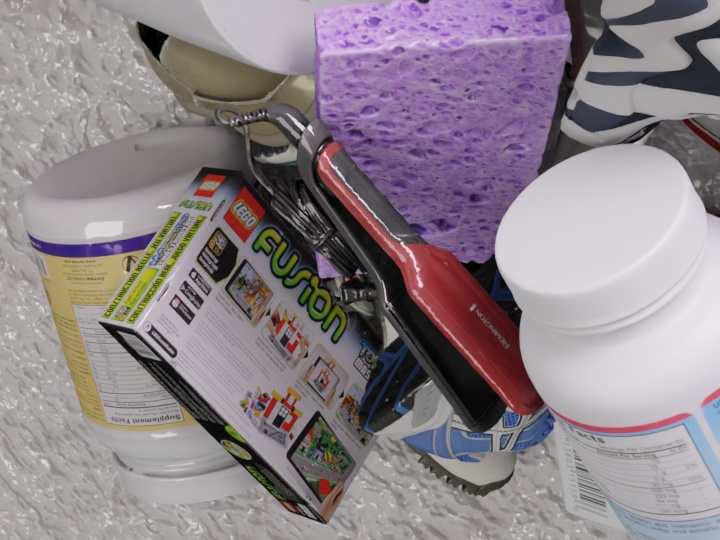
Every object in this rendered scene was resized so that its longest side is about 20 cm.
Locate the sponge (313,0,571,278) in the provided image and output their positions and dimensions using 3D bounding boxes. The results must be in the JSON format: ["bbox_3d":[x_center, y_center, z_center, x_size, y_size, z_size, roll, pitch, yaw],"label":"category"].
[{"bbox_3d":[0.033,-0.060,0.768,0.111,0.030,0.200,-4,152,-4],"label":"sponge"}]

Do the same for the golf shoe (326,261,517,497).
[{"bbox_3d":[0.050,0.038,0.905,0.088,0.077,0.200,-20,103,36],"label":"golf shoe"}]

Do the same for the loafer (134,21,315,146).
[{"bbox_3d":[-0.069,-0.117,0.857,0.068,0.076,0.200,36,167,-30],"label":"loafer"}]

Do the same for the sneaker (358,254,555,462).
[{"bbox_3d":[0.080,0.045,0.816,0.077,0.076,0.200,30,146,-18],"label":"sneaker"}]

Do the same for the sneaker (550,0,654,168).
[{"bbox_3d":[0.119,-0.126,0.745,0.082,0.077,0.200,21,117,1],"label":"sneaker"}]

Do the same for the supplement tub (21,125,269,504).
[{"bbox_3d":[-0.113,0.026,0.970,0.145,0.145,0.200,4,118,35],"label":"supplement tub"}]

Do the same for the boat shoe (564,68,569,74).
[{"bbox_3d":[0.071,-0.190,0.762,0.066,0.072,0.200,12,132,31],"label":"boat shoe"}]

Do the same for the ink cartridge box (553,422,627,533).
[{"bbox_3d":[0.176,0.066,0.817,0.173,0.044,0.200,15,132,35],"label":"ink cartridge box"}]

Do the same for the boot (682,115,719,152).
[{"bbox_3d":[0.219,-0.003,0.759,0.200,0.072,0.144,36,136,13],"label":"boot"}]

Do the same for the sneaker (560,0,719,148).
[{"bbox_3d":[0.156,-0.081,0.618,0.129,0.080,0.199,23,160,7],"label":"sneaker"}]

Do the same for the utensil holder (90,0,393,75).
[{"bbox_3d":[-0.078,-0.197,0.765,0.200,0.170,0.170,27,130,42],"label":"utensil holder"}]

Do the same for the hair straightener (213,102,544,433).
[{"bbox_3d":[0.000,0.000,0.738,0.200,0.041,0.077,45,142,-9],"label":"hair straightener"}]

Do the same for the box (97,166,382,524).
[{"bbox_3d":[-0.053,0.047,0.905,0.035,0.110,0.200,9,148,43],"label":"box"}]

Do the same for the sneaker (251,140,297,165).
[{"bbox_3d":[0.009,-0.080,0.863,0.080,0.078,0.200,34,161,-35],"label":"sneaker"}]

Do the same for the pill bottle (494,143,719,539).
[{"bbox_3d":[0.135,0.045,0.677,0.109,0.109,0.200,-1,137,37],"label":"pill bottle"}]
